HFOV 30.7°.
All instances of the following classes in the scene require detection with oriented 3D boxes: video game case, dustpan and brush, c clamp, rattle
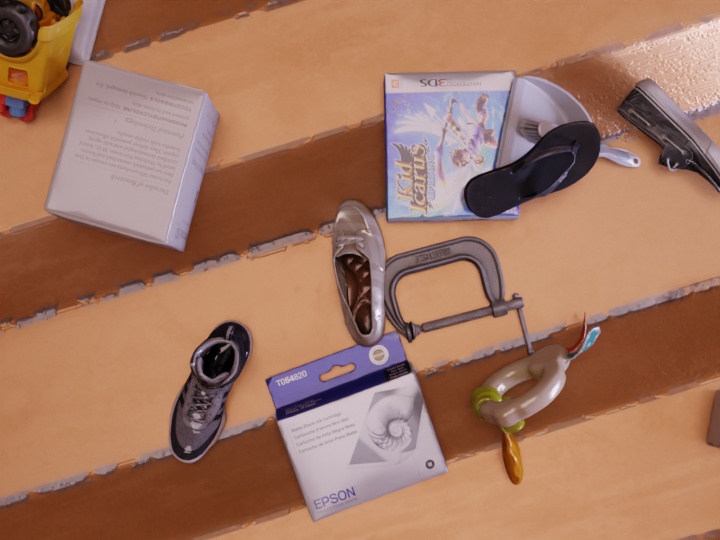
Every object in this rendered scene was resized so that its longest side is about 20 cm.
[{"bbox_3d":[0.122,-0.168,1.776,0.180,0.045,0.202,-1,86,1],"label":"video game case"},{"bbox_3d":[0.288,-0.172,1.766,0.199,0.057,0.141,17,81,-29],"label":"dustpan and brush"},{"bbox_3d":[0.124,0.043,1.772,0.198,0.027,0.172,-9,87,-1],"label":"c clamp"},{"bbox_3d":[0.257,0.170,1.736,0.199,0.130,0.143,-34,92,-20],"label":"rattle"}]

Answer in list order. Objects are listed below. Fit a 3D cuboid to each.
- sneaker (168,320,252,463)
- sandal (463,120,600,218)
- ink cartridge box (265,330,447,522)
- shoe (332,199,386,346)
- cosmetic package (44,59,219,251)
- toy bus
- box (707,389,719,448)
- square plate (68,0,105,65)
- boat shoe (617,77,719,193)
[{"bbox_3d":[-0.205,0.159,1.723,0.075,0.114,0.201,22,87,2],"label":"sneaker"},{"bbox_3d":[0.232,-0.125,1.709,0.199,0.043,0.076,-31,104,-4],"label":"sandal"},{"bbox_3d":[-0.006,0.207,1.749,0.198,0.041,0.201,-21,90,-1],"label":"ink cartridge box"},{"bbox_3d":[0.000,0.000,1.751,0.069,0.053,0.202,-10,80,11],"label":"shoe"},{"bbox_3d":[-0.294,-0.144,1.716,0.165,0.167,0.202,15,87,1],"label":"cosmetic package"},{"bbox_3d":[-0.484,-0.294,1.740,0.199,0.136,0.193,17,121,3],"label":"toy bus"},{"bbox_3d":[0.570,0.215,1.727,0.198,0.095,0.078,12,86,0],"label":"box"},{"bbox_3d":[-0.445,-0.403,1.802,0.198,0.028,0.200,15,86,2],"label":"square plate"},{"bbox_3d":[0.429,-0.167,1.770,0.071,0.072,0.200,-43,77,7],"label":"boat shoe"}]
